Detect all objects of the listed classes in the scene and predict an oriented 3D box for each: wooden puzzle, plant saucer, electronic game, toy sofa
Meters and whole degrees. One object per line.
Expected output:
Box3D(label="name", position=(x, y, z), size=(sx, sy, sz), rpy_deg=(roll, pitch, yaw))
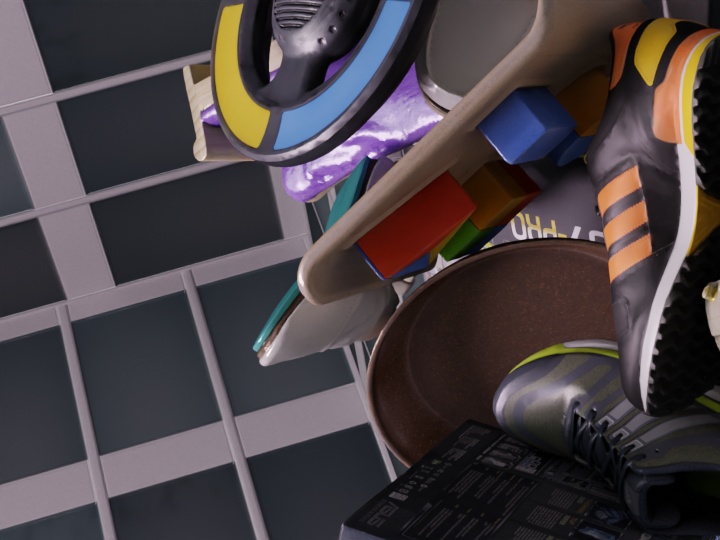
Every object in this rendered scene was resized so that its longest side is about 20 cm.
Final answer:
Box3D(label="wooden puzzle", position=(0.072, -0.058, 0.904), size=(0.046, 0.200, 0.185), rpy_deg=(46, -158, 12))
Box3D(label="plant saucer", position=(0.102, 0.053, 1.003), size=(0.037, 0.200, 0.201), rpy_deg=(-95, -5, -52))
Box3D(label="electronic game", position=(-0.021, -0.154, 0.959), size=(0.200, 0.042, 0.200), rpy_deg=(-28, 52, 43))
Box3D(label="toy sofa", position=(-0.015, -0.112, 1.057), size=(0.200, 0.083, 0.098), rpy_deg=(-21, 77, 45))

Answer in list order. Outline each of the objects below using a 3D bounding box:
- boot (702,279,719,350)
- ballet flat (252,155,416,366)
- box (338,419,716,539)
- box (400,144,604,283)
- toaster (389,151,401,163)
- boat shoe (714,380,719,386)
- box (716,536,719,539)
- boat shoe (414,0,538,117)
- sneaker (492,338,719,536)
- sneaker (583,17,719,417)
Box3D(label="boot", position=(0.193, -0.011, 0.759), size=(0.155, 0.072, 0.200), rpy_deg=(-158, 50, -85))
Box3D(label="ballet flat", position=(0.000, 0.000, 0.997), size=(0.200, 0.069, 0.069), rpy_deg=(-63, -34, -54))
Box3D(label="box", position=(0.093, 0.146, 0.895), size=(0.200, 0.158, 0.051), rpy_deg=(-29, -49, -66))
Box3D(label="box", position=(0.113, -0.045, 1.066), size=(0.200, 0.049, 0.161), rpy_deg=(18, 132, 42))
Box3D(label="toaster", position=(0.070, -0.092, 1.245), size=(0.200, 0.129, 0.114), rpy_deg=(-71, -21, -76))
Box3D(label="boat shoe", position=(0.181, -0.006, 0.913), size=(0.072, 0.062, 0.200), rpy_deg=(-124, 19, -72))
Box3D(label="box", position=(0.246, 0.219, 0.976), size=(0.159, 0.046, 0.200), rpy_deg=(-175, 70, -84))
Box3D(label="boat shoe", position=(0.082, -0.178, 0.919), size=(0.068, 0.075, 0.200), rpy_deg=(102, -170, -80))
Box3D(label="sneaker", position=(0.149, 0.092, 0.900), size=(0.200, 0.081, 0.074), rpy_deg=(12, 123, 38))
Box3D(label="sneaker", position=(0.150, -0.029, 0.863), size=(0.090, 0.070, 0.200), rpy_deg=(28, 121, 49))
